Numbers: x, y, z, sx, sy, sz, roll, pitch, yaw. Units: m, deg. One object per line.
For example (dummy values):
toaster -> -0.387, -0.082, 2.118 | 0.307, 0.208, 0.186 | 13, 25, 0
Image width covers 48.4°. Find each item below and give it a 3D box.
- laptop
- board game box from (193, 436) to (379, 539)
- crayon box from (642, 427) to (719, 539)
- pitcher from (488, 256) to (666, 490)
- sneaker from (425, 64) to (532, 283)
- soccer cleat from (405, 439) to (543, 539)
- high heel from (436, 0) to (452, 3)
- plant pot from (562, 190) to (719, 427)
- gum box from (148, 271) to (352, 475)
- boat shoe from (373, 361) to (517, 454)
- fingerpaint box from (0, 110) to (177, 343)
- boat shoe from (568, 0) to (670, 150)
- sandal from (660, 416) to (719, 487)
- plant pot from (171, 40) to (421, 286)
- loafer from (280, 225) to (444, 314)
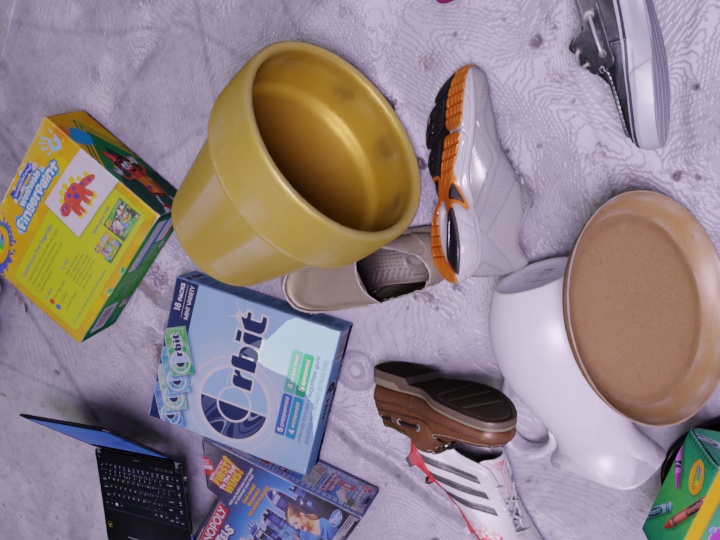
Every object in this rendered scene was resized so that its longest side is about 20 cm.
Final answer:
laptop -> -0.300, 0.261, 0.956 | 0.177, 0.103, 0.201 | -1, 98, 39
board game box -> -0.114, 0.278, 0.942 | 0.200, 0.062, 0.200 | 36, 116, 8
crayon box -> 0.371, 0.217, 0.710 | 0.199, 0.058, 0.119 | 11, 114, -7
pitcher -> 0.178, 0.097, 0.760 | 0.171, 0.121, 0.200 | -10, 108, 46
sneaker -> 0.116, -0.089, 0.751 | 0.092, 0.076, 0.201 | -1, 92, -19
soccer cleat -> 0.136, 0.231, 0.836 | 0.200, 0.069, 0.085 | 47, 120, 6
high heel -> 0.147, -0.292, 0.666 | 0.096, 0.067, 0.200 | 43, 112, 15
plant pot -> 0.243, 0.032, 0.687 | 0.027, 0.200, 0.200 | -14, 104, 59
gum box -> -0.125, 0.111, 0.892 | 0.200, 0.045, 0.170 | 18, 103, 15
boat shoe -> 0.082, 0.143, 0.783 | 0.200, 0.072, 0.068 | 16, 107, 62
fingerpaint box -> -0.315, -0.049, 0.908 | 0.167, 0.073, 0.200 | 39, 115, 4
boat shoe -> 0.214, -0.198, 0.681 | 0.071, 0.072, 0.201 | -10, 93, 31
sandal -> 0.362, 0.165, 0.745 | 0.076, 0.043, 0.200 | 45, 115, 2
plant pot -> -0.077, -0.079, 0.757 | 0.189, 0.201, 0.201 | -32, 94, 39
loafer -> 0.000, 0.000, 0.811 | 0.200, 0.068, 0.076 | -15, 101, 23
